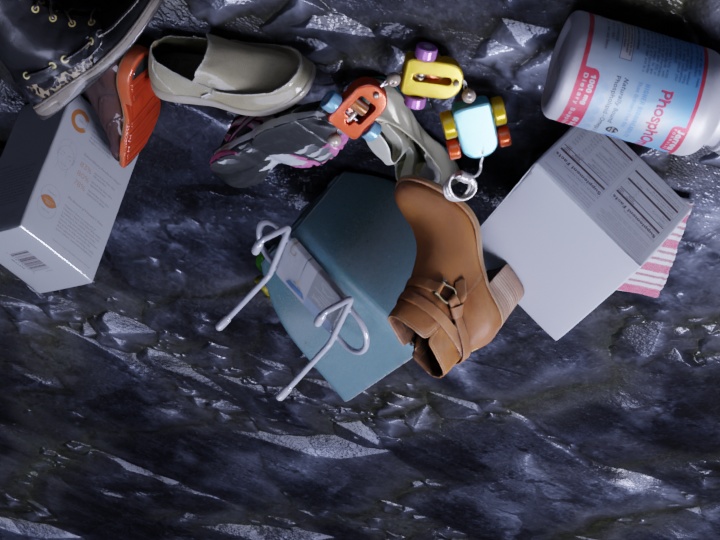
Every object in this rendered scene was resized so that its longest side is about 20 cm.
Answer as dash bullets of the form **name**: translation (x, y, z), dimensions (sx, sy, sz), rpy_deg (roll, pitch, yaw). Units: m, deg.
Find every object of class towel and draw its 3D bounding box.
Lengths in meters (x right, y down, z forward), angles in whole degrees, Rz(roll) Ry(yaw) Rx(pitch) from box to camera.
- **towel**: translation (0.301, -0.041, 1.729), dimensions (0.146, 0.030, 0.200), rpy_deg (12, 147, 5)

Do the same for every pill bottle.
- **pill bottle**: translation (0.285, -0.175, 1.427), dimensions (0.199, 0.109, 0.109), rpy_deg (16, 150, -2)

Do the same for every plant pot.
- **plant pot**: translation (0.000, 0.000, 1.766), dimensions (0.200, 0.197, 0.196), rpy_deg (42, 145, -7)

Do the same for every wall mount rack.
- **wall mount rack**: translation (-0.085, 0.046, 1.685), dimensions (0.200, 0.074, 0.174), rpy_deg (48, 143, 18)

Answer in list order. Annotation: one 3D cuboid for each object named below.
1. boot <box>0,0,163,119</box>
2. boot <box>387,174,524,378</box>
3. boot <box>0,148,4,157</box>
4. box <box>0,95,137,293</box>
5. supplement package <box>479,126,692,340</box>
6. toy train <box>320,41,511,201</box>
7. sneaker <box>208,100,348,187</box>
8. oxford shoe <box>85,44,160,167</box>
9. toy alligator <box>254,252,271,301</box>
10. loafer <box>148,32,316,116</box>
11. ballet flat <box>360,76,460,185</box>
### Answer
- **boot**: translation (-0.318, -0.271, 1.545), dimensions (0.200, 0.073, 0.151), rpy_deg (-36, 107, 25)
- **boot**: translation (0.073, 0.007, 1.602), dimensions (0.200, 0.155, 0.077), rpy_deg (52, 149, -8)
- **boot**: translation (-0.466, -0.102, 1.905), dimensions (0.199, 0.078, 0.138), rpy_deg (9, 154, 11)
- **box**: translation (-0.362, -0.093, 1.744), dimensions (0.097, 0.201, 0.124), rpy_deg (-11, 141, 36)
- **supplement package**: translation (0.233, -0.045, 1.607), dimensions (0.156, 0.111, 0.200), rpy_deg (45, 148, 4)
- **toy train**: translation (0.062, -0.166, 1.554), dimensions (0.200, 0.056, 0.150), rpy_deg (30, 115, -24)
- **sneaker**: translation (-0.092, -0.163, 1.626), dimensions (0.199, 0.087, 0.080), rpy_deg (-12, 145, 40)
- **oxford shoe**: translation (-0.277, -0.198, 1.684), dimensions (0.072, 0.071, 0.200), rpy_deg (28, 144, 10)
- **toy alligator**: translation (-0.098, 0.024, 1.979), dimensions (0.054, 0.059, 0.200), rpy_deg (45, 174, 40)
- **loafer**: translation (-0.146, -0.215, 1.577), dimensions (0.199, 0.076, 0.068), rpy_deg (2, 154, 20)
- **ballet flat**: translation (0.048, -0.135, 1.638), dimensions (0.069, 0.070, 0.200), rpy_deg (-9, 143, 33)
